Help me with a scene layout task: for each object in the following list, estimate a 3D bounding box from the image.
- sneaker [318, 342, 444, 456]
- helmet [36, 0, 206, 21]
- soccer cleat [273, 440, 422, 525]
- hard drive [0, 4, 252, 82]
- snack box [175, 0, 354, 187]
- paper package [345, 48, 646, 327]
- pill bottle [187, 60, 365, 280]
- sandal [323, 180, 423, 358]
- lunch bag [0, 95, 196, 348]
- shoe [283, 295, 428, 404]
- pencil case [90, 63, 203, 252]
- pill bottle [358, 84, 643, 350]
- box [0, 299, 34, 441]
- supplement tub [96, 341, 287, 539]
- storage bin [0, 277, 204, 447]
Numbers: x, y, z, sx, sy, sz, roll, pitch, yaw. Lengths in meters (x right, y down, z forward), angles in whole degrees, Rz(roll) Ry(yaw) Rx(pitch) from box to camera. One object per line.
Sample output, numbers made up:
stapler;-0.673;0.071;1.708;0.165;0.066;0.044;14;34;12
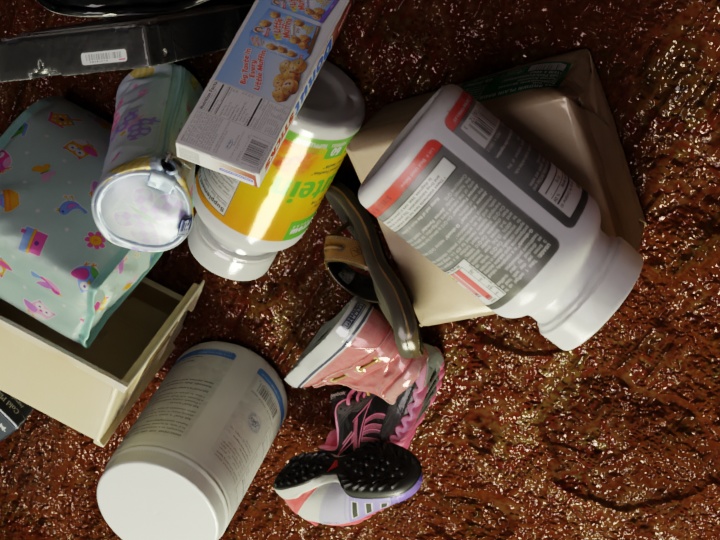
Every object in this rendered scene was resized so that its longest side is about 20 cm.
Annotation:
sneaker;0.014;0.138;1.284;0.095;0.079;0.200;34;127;11
helmet;-0.169;-0.292;0.990;0.200;0.191;0.200;36;138;41
soccer cleat;-0.002;0.216;1.262;0.200;0.068;0.073;-14;119;47
hard drive;-0.185;-0.189;1.057;0.140;0.200;0.038;-1;104;22
snack box;-0.074;-0.162;1.039;0.072;0.200;0.024;21;153;7
paper package;0.117;-0.066;1.086;0.200;0.103;0.191;-11;118;27
pill bottle;-0.083;-0.087;1.140;0.111;0.111;0.200;30;127;0
sandal;0.000;0.000;1.124;0.055;0.200;0.082;-23;147;0
lunch bag;-0.260;-0.057;1.177;0.170;0.200;0.122;29;141;4
shoe;-0.005;0.091;1.216;0.091;0.071;0.200;37;155;-4
pencil case;-0.179;-0.102;1.109;0.083;0.200;0.091;11;124;-11
pill bottle;0.107;-0.037;0.973;0.200;0.116;0.116;39;127;-6
box;-0.398;0.113;1.346;0.200;0.182;0.104;-34;105;34
supplement tub;-0.163;0.175;1.287;0.132;0.200;0.132;10;125;15
storage bin;-0.281;0.039;1.243;0.200;0.199;0.094;27;126;2
